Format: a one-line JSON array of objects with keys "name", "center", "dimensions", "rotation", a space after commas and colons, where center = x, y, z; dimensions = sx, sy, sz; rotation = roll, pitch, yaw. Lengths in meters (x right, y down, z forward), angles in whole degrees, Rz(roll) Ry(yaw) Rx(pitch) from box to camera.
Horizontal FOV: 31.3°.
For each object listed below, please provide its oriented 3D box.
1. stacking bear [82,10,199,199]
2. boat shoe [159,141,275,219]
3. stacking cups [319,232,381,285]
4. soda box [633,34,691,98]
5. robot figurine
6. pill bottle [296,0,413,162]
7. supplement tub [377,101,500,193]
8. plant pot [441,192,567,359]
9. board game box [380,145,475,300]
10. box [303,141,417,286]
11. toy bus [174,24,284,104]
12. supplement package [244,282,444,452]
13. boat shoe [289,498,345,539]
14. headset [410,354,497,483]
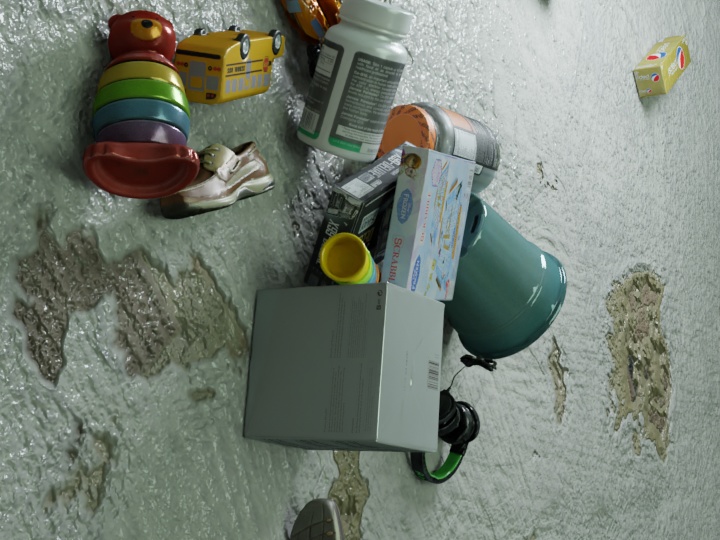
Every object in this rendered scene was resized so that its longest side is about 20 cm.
[{"name": "stacking bear", "center": [-0.238, -0.191, 1.400], "dimensions": [0.114, 0.120, 0.202], "rotation": [118, -29, -67]}, {"name": "boat shoe", "center": [-0.175, -0.110, 1.522], "dimensions": [0.200, 0.075, 0.074], "rotation": [-29, 106, -62]}, {"name": "stacking cups", "center": [0.000, 0.000, 1.642], "dimensions": [0.200, 0.060, 0.061], "rotation": [37, 53, -74]}, {"name": "soda box", "center": [0.661, -0.447, 2.812], "dimensions": [0.200, 0.064, 0.068], "rotation": [-45, 123, -48]}, {"name": "robot figurine", "center": [-0.044, -0.344, 1.747], "dimensions": [0.201, 0.058, 0.146], "rotation": [57, 45, -35]}, {"name": "pill bottle", "center": [-0.005, -0.253, 1.687], "dimensions": [0.113, 0.113, 0.201], "rotation": [-3, 115, -56]}, {"name": "supplement tub", "center": [0.112, -0.180, 1.908], "dimensions": [0.199, 0.122, 0.124], "rotation": [9, 79, -55]}, {"name": "plant pot", "center": [0.177, -0.004, 1.941], "dimensions": [0.196, 0.199, 0.201], "rotation": [44, 51, -34]}, {"name": "board game box", "center": [0.092, -0.060, 1.740], "dimensions": [0.199, 0.041, 0.202], "rotation": [3, 97, -68]}, {"name": "box", "center": [0.011, -0.071, 1.740], "dimensions": [0.200, 0.050, 0.159], "rotation": [-36, 151, -52]}, {"name": "toy bus", "center": [-0.153, -0.248, 1.534], "dimensions": [0.200, 0.065, 0.079], "rotation": [-37, 134, -69]}, {"name": "supplement package", "center": [-0.018, 0.126, 1.610], "dimensions": [0.147, 0.199, 0.193], "rotation": [21, 69, -54]}, {"name": "boat shoe", "center": [-0.048, 0.389, 1.663], "dimensions": [0.073, 0.074, 0.202], "rotation": [-13, 106, -66]}, {"name": "headset", "center": [0.142, 0.223, 1.933], "dimensions": [0.123, 0.093, 0.202], "rotation": [31, 72, -51]}]
